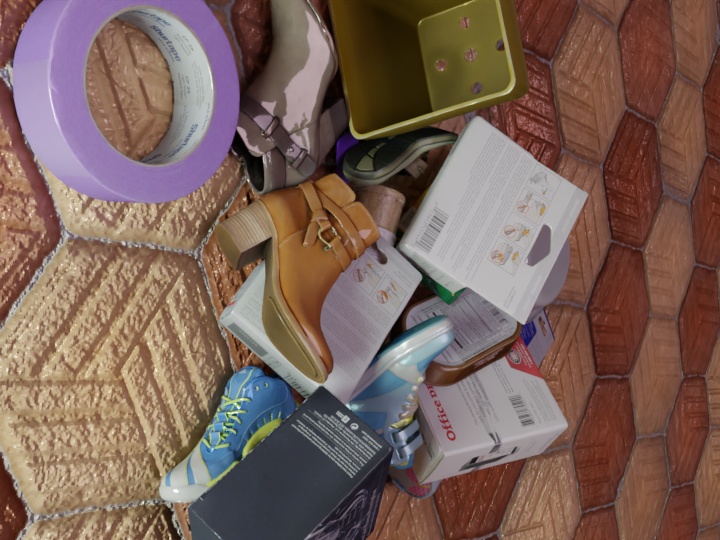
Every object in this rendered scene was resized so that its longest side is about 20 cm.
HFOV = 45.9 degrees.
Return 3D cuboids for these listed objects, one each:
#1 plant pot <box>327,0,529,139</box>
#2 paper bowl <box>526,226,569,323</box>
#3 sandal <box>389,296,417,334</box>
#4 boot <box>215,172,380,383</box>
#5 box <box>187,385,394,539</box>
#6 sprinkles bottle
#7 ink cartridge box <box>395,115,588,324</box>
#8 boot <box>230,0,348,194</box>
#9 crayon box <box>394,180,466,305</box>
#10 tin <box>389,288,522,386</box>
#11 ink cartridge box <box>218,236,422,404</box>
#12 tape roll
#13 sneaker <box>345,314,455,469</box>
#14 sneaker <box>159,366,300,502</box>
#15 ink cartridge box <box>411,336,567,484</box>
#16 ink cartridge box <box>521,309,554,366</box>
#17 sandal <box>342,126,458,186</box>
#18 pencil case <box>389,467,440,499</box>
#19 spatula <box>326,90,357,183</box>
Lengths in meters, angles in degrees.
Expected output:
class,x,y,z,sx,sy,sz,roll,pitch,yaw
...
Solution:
class,x,y,z,sx,sy,sz,roll,pitch,yaw
plant pot,0.098,-0.266,0.994,0.176,0.198,0.203,-4,83,-62
paper bowl,0.234,-0.022,1.254,0.199,0.103,0.204,-7,99,-47
sandal,0.104,0.091,1.150,0.206,0.059,0.080,33,70,-45
boot,-0.039,0.000,0.881,0.154,0.074,0.202,-27,85,-28
box,-0.070,0.254,0.863,0.182,0.104,0.201,-39,154,-31
sprinkles bottle,0.000,0.000,1.015,0.068,0.068,0.203,24,76,-47
ink cartridge box,0.163,-0.059,1.043,0.175,0.045,0.201,34,71,-7
boot,-0.090,-0.187,0.896,0.146,0.070,0.202,-39,117,-32
crayon box,0.132,-0.067,1.117,0.118,0.058,0.200,40,57,4
tin,0.125,0.074,1.089,0.199,0.112,0.042,-22,149,-38
ink cartridge box,-0.040,0.030,0.948,0.162,0.050,0.201,42,56,-12
tape roll,-0.204,-0.163,0.767,0.199,0.065,0.203,-9,101,-48
sneaker,0.054,0.150,0.989,0.131,0.199,0.079,53,18,2
sneaker,-0.137,0.162,0.886,0.199,0.075,0.107,-19,96,-54
ink cartridge box,0.142,0.174,1.094,0.198,0.083,0.148,-5,54,-29
ink cartridge box,0.237,0.140,1.325,0.200,0.037,0.095,-48,126,-31
sandal,0.046,-0.138,1.049,0.200,0.079,0.058,-33,133,-42
pencil case,0.117,0.222,1.164,0.083,0.091,0.199,52,49,1
spatula,-0.034,-0.196,0.988,0.057,0.020,0.202,-45,124,-51
